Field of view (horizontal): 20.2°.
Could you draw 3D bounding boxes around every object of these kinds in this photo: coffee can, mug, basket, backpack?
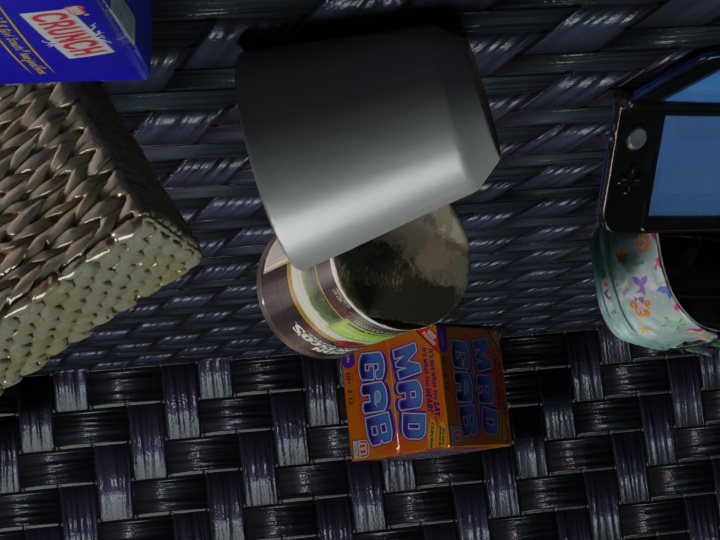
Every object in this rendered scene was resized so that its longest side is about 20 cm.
[{"bbox_3d":[0.000,0.000,1.966,0.145,0.148,0.200,-3,171,-24],"label":"coffee can"},{"bbox_3d":[0.008,-0.107,1.356,0.152,0.188,0.150,-16,138,9],"label":"mug"},{"bbox_3d":[-0.226,-0.033,1.251,0.197,0.162,0.200,-34,172,1],"label":"basket"},{"bbox_3d":[0.326,-0.003,2.105,0.150,0.179,0.199,-17,164,33],"label":"backpack"}]

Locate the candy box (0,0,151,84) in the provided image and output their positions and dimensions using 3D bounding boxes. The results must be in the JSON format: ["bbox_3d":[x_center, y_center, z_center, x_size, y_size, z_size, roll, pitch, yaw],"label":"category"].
[{"bbox_3d":[-0.191,-0.125,0.794,0.198,0.078,0.169,0,171,3],"label":"candy box"}]

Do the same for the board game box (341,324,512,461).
[{"bbox_3d":[0.110,0.207,3.374,0.199,0.202,0.199,-12,170,35],"label":"board game box"}]

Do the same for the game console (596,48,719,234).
[{"bbox_3d":[0.308,-0.101,1.609,0.198,0.172,0.118,-2,-162,-29],"label":"game console"}]
